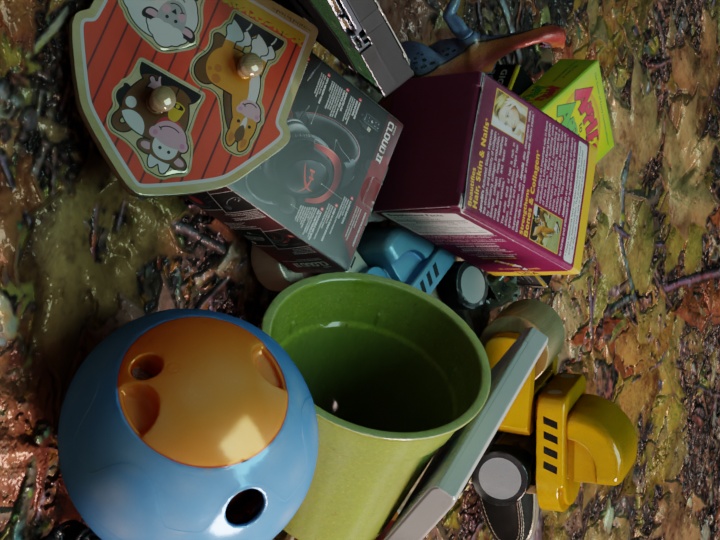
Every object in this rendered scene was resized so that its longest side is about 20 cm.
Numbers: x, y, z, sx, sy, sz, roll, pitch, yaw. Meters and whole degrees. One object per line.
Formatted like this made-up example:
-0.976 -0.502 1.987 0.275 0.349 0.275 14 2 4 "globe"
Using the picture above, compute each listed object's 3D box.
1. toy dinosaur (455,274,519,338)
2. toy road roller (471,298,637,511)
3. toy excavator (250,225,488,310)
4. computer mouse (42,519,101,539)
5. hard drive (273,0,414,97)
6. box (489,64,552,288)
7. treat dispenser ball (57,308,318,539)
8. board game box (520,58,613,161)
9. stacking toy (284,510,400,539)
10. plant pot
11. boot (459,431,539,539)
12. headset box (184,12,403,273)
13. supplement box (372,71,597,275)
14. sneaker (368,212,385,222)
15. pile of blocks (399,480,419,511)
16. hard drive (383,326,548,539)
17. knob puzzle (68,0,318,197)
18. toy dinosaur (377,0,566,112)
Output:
0.100 0.043 1.806 0.200 0.077 0.103 -12 102 -68 "toy dinosaur"
0.194 0.135 1.764 0.123 0.146 0.200 -34 126 -68 "toy road roller"
0.000 0.000 1.671 0.195 0.100 0.200 -51 120 -36 "toy excavator"
-0.236 0.295 1.406 0.200 0.046 0.141 -55 137 -34 "computer mouse"
-0.041 -0.237 1.474 0.038 0.200 0.140 -38 131 -6 "hard drive"
0.164 -0.098 1.908 0.200 0.049 0.160 46 57 -47 "box"
-0.132 0.129 1.393 0.201 0.201 0.201 -12 105 -53 "treat dispenser ball"
0.186 -0.130 1.851 0.200 0.048 0.102 -41 126 -43 "board game box"
0.031 0.290 1.633 0.146 0.200 0.146 -11 110 -33 "stacking toy"
-0.009 0.136 1.575 0.200 0.200 0.190 -37 155 -46 "plant pot"
0.113 0.211 1.861 0.151 0.073 0.200 -27 113 -51 "boot"
-0.061 -0.098 1.528 0.200 0.075 0.149 34 67 -35 "headset box"
0.117 -0.082 1.643 0.200 0.103 0.131 27 69 -48 "supplement box"
0.042 -0.092 1.698 0.200 0.075 0.082 -8 120 -53 "sneaker"
0.051 0.161 1.758 0.062 0.082 0.200 -1 120 -57 "pile of blocks"
0.093 0.152 1.605 0.200 0.026 0.132 -54 178 -38 "hard drive"
-0.136 -0.148 1.410 0.219 0.030 0.220 5 80 -28 "knob puzzle"
0.097 -0.187 1.681 0.105 0.181 0.200 31 71 -52 "toy dinosaur"
